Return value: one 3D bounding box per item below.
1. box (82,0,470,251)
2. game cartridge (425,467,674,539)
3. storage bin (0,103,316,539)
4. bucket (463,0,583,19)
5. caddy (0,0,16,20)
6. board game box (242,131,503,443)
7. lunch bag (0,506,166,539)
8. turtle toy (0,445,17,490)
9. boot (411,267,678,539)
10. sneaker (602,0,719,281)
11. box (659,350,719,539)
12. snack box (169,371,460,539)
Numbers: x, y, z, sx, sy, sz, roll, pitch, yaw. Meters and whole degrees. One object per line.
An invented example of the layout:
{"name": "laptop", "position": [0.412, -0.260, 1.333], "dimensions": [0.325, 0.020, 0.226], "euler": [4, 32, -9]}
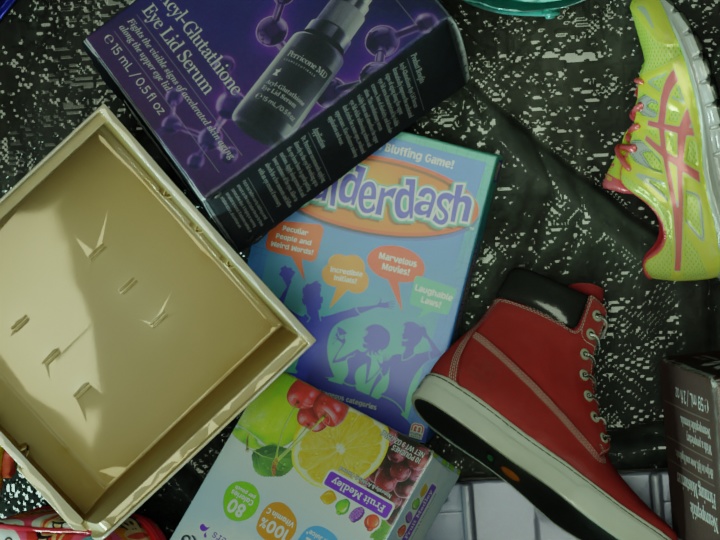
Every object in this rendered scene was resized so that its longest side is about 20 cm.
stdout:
{"name": "box", "position": [-0.052, -0.137, 1.321], "dimensions": [0.200, 0.104, 0.148], "euler": [-38, 69, -4]}
{"name": "game cartridge", "position": [0.141, 0.203, 1.381], "dimensions": [0.198, 0.038, 0.131], "euler": [-4, 88, 10]}
{"name": "storage bin", "position": [-0.172, 0.035, 1.307], "dimensions": [0.198, 0.094, 0.200], "euler": [-43, 99, -4]}
{"name": "bucket", "position": [0.108, -0.263, 1.308], "dimensions": [0.205, 0.135, 0.209], "euler": [0, 92, 9]}
{"name": "caddy", "position": [-0.284, -0.223, 1.373], "dimensions": [0.105, 0.141, 0.200], "euler": [40, 98, 2]}
{"name": "board game box", "position": [0.000, 0.000, 1.386], "dimensions": [0.151, 0.045, 0.202], "euler": [14, 95, 9]}
{"name": "lunch bag", "position": [-0.209, 0.266, 1.401], "dimensions": [0.175, 0.082, 0.202], "euler": [-1, 93, 36]}
{"name": "turtle toy", "position": [-0.278, 0.092, 1.392], "dimensions": [0.100, 0.146, 0.202], "euler": [12, 95, -1]}
{"name": "boot", "position": [0.153, 0.091, 1.340], "dimensions": [0.200, 0.072, 0.144], "euler": [39, 71, 7]}
{"name": "sneaker", "position": [0.198, -0.084, 1.333], "dimensions": [0.090, 0.078, 0.201], "euler": [-14, 91, 12]}
{"name": "box", "position": [0.288, 0.151, 1.272], "dimensions": [0.163, 0.166, 0.202], "euler": [-5, 91, -3]}
{"name": "snack box", "position": [-0.046, 0.181, 1.306], "dimensions": [0.142, 0.053, 0.201], "euler": [25, 81, 32]}
